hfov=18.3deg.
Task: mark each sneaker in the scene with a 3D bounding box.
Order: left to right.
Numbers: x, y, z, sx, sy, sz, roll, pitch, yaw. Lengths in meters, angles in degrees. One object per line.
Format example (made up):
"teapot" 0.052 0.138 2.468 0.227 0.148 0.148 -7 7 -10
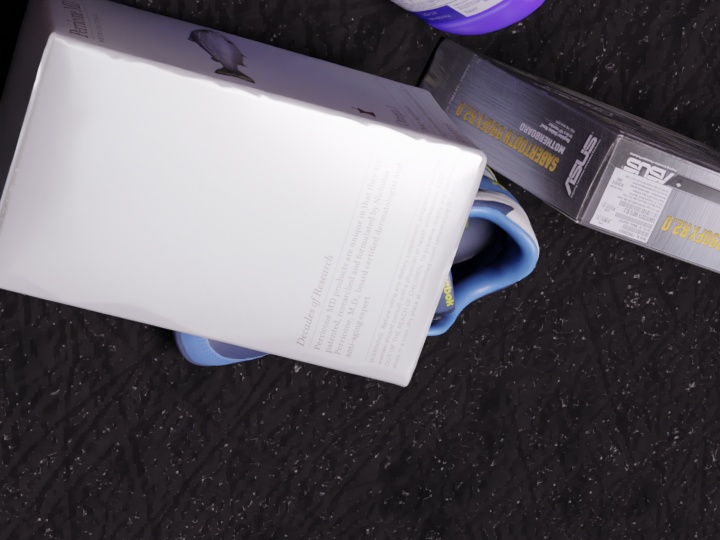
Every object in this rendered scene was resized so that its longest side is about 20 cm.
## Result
"sneaker" 0.000 0.000 1.128 0.200 0.082 0.074 -23 125 -19

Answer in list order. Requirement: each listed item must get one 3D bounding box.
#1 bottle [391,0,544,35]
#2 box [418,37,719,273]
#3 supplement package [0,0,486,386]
"bottle" 0.003 -0.177 1.039 0.200 0.083 0.065 26 64 -37
"box" 0.145 -0.048 1.146 0.200 0.158 0.048 17 101 -37
"supplement package" -0.064 -0.040 1.008 0.200 0.117 0.117 14 106 -16
